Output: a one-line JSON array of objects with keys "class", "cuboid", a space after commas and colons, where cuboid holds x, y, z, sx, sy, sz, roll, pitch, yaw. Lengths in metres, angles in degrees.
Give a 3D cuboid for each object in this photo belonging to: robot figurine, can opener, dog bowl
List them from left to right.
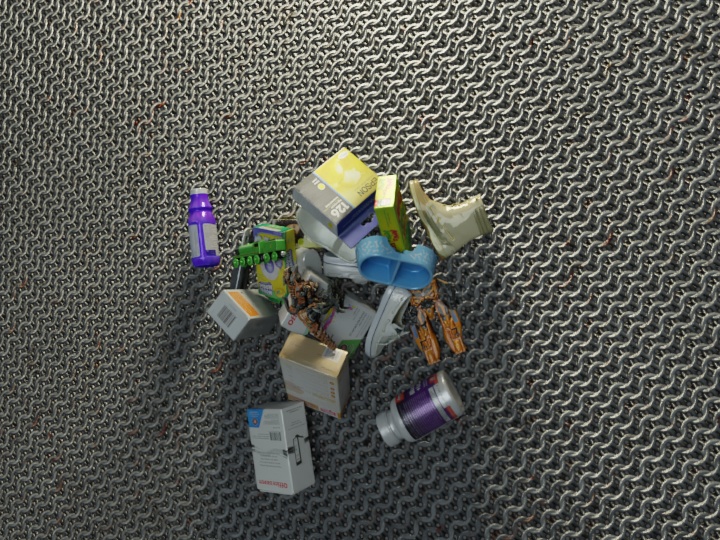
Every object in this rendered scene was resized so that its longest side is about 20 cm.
[{"class": "can opener", "cuboid": [-0.296, -0.010, 1.604, 0.065, 0.053, 0.207, 12, 93, 20]}, {"class": "dog bowl", "cuboid": [0.082, -0.012, 1.408, 0.193, 0.113, 0.051, 12, 48, -7]}, {"class": "robot figurine", "cuboid": [0.175, 0.112, 1.471, 0.142, 0.058, 0.205, -23, 84, 12]}]

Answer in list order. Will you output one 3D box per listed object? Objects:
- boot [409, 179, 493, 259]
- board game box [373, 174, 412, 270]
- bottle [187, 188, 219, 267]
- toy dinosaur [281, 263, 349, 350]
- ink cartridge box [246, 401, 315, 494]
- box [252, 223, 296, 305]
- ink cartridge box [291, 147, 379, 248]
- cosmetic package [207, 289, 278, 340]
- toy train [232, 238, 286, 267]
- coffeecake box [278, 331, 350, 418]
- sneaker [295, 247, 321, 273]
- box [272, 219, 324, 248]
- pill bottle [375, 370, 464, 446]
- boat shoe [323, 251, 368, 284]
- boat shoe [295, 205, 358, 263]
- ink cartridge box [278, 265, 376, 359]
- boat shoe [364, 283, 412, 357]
[{"class": "boot", "cuboid": [0.213, -0.150, 1.458, 0.152, 0.073, 0.205, -27, 84, 14]}, {"class": "board game box", "cuboid": [0.079, -0.107, 1.419, 0.046, 0.203, 0.104, -4, 48, 15]}, {"class": "bottle", "cuboid": [-0.418, -0.112, 1.625, 0.063, 0.083, 0.207, -8, 88, 15]}, {"class": "toy dinosaur", "cuboid": [-0.102, 0.078, 1.395, 0.133, 0.103, 0.203, -25, 116, 11]}, {"class": "ink cartridge box", "cuboid": [-0.199, 0.438, 1.530, 0.143, 0.083, 0.207, -10, 88, 42]}, {"class": "box", "cuboid": [-0.212, -0.008, 1.541, 0.115, 0.048, 0.207, 12, 113, 39]}, {"class": "ink cartridge box", "cuboid": [-0.032, -0.180, 1.483, 0.198, 0.047, 0.197, 38, 57, 14]}, {"class": "cosmetic package", "cuboid": [-0.283, 0.106, 1.524, 0.101, 0.200, 0.072, 43, 99, 11]}, {"class": "toy train", "cuboid": [-0.252, -0.044, 1.509, 0.196, 0.041, 0.058, -7, 90, 43]}, {"class": "coffeecake box", "cuboid": [-0.106, 0.256, 1.475, 0.149, 0.203, 0.074, 17, 52, 15]}, {"class": "sneaker", "cuboid": [-0.133, 0.041, 1.559, 0.087, 0.074, 0.207, 14, 112, 51]}, {"class": "box", "cuboid": [-0.128, -0.093, 1.563, 0.193, 0.050, 0.078, -1, 90, 15]}, {"class": "pill bottle", "cuboid": [0.138, 0.333, 1.450, 0.197, 0.111, 0.114, -32, 81, 12]}, {"class": "boat shoe", "cuboid": [0.000, 0.000, 1.523, 0.194, 0.073, 0.068, 11, 109, 18]}, {"class": "boat shoe", "cuboid": [-0.070, -0.089, 1.488, 0.197, 0.062, 0.076, 32, 101, 14]}, {"class": "ink cartridge box", "cuboid": [-0.082, 0.107, 1.486, 0.197, 0.084, 0.147, 31, 96, -16]}, {"class": "boat shoe", "cuboid": [0.078, 0.135, 1.472, 0.085, 0.074, 0.207, 30, 110, 24]}]
